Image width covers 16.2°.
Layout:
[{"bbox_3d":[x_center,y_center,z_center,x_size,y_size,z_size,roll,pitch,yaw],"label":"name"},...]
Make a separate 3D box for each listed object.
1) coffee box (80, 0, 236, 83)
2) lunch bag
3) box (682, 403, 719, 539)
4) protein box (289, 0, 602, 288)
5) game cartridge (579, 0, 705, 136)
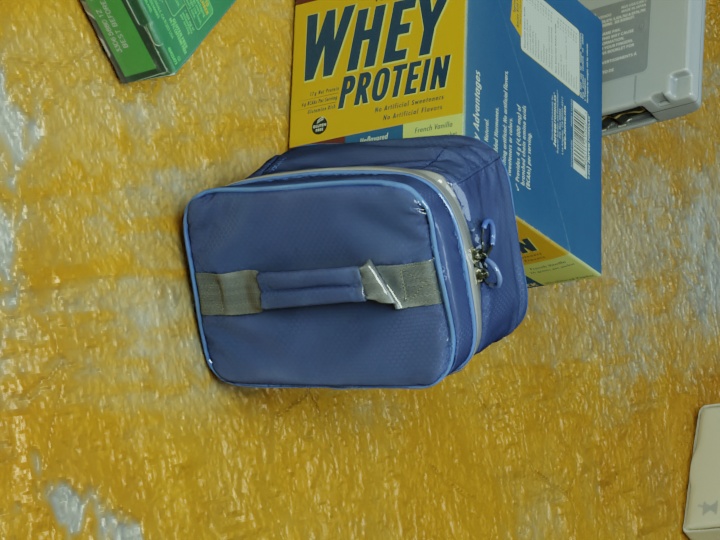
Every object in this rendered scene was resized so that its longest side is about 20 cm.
[{"bbox_3d":[-0.113,-0.213,1.545,0.123,0.044,0.200,64,34,-26],"label":"coffee box"},{"bbox_3d":[0.000,0.000,1.519,0.132,0.200,0.136,-31,114,-55],"label":"lunch bag"},{"bbox_3d":[0.371,0.214,2.176,0.200,0.109,0.128,49,42,-42],"label":"box"},{"bbox_3d":[0.062,-0.107,1.720,0.200,0.135,0.199,30,57,-53],"label":"protein box"},{"bbox_3d":[0.160,-0.157,1.838,0.040,0.200,0.133,31,55,-47],"label":"game cartridge"}]
